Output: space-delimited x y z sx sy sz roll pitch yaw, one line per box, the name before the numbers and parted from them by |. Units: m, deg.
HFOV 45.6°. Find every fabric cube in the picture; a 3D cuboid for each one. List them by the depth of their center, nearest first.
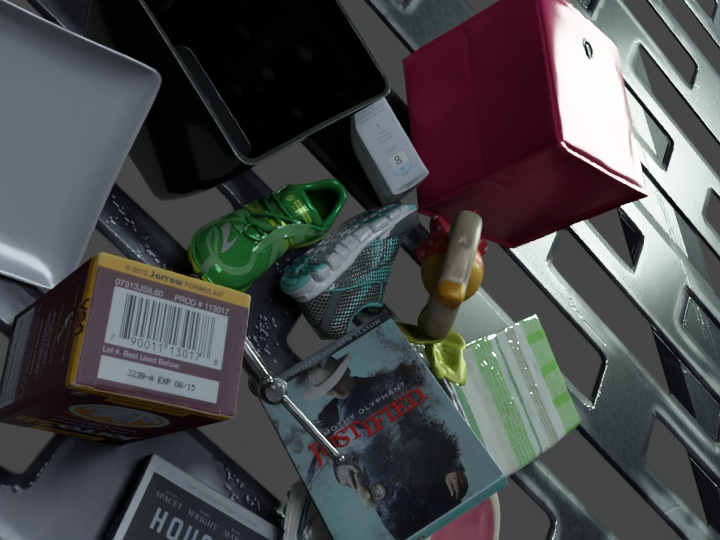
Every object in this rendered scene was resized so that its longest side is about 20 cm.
fabric cube | 0.188 -0.167 0.995 0.195 0.199 0.202 18 60 -43

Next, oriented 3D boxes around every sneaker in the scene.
sneaker | -0.012 0.193 0.747 0.078 0.085 0.202 45 44 -52
sneaker | -0.084 -0.044 0.802 0.074 0.084 0.200 50 42 2
sneaker | 0.000 0.000 0.881 0.200 0.077 0.092 -39 113 -39

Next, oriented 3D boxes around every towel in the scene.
towel | 0.167 0.144 0.976 0.199 0.031 0.151 -17 85 -45

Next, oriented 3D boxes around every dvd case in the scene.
dvd case | -0.146 0.267 0.663 0.150 0.025 0.201 37 52 -22
dvd case | 0.010 0.140 0.729 0.145 0.022 0.201 -30 49 -7

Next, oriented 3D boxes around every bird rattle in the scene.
bird rattle | 0.096 0.010 0.875 0.112 0.164 0.201 26 61 5

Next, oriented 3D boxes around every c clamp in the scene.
c clamp | -0.091 0.075 0.694 0.027 0.200 0.172 -38 98 -10

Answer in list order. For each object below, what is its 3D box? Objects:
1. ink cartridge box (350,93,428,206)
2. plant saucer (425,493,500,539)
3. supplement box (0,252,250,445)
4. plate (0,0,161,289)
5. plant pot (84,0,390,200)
ink cartridge box | -0.004 -0.166 0.889 0.047 0.160 0.201 -32 91 0
plant saucer | 0.067 0.249 0.765 0.199 0.050 0.203 -16 111 -49
supplement box | -0.175 0.065 0.606 0.109 0.199 0.087 19 66 -31
plate | -0.279 -0.102 0.642 0.198 0.202 0.032 21 15 -31
plant pot | -0.132 -0.176 0.766 0.199 0.177 0.201 -36 96 -43
